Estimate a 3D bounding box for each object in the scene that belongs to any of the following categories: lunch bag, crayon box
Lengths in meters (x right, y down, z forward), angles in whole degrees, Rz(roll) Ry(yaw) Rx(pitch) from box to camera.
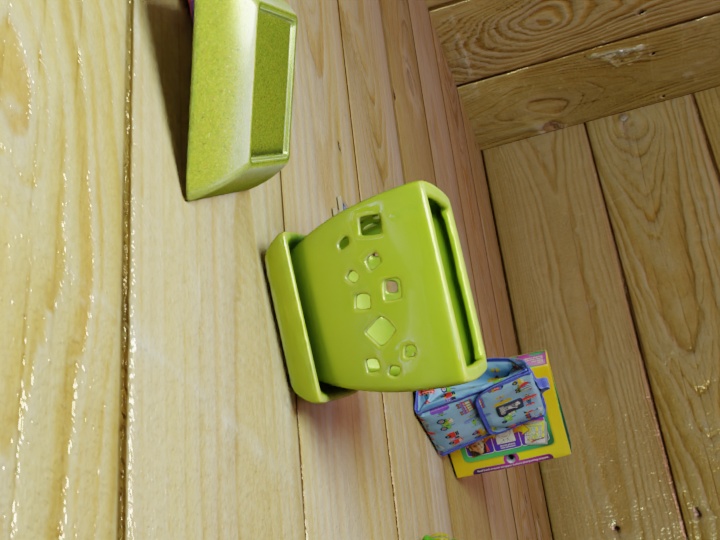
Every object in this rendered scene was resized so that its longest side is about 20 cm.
[{"bbox_3d":[0.193,0.194,1.741,0.151,0.198,0.095,60,19,-51],"label":"lunch bag"},{"bbox_3d":[0.231,0.238,1.868,0.058,0.198,0.174,-74,148,-67],"label":"crayon box"}]

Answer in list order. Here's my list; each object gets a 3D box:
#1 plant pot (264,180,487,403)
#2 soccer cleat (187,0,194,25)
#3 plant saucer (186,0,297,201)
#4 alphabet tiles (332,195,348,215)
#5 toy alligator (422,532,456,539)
[{"bbox_3d":[0.015,0.032,1.158,0.200,0.180,0.201,6,70,-77],"label":"plant pot"},{"bbox_3d":[-0.158,-0.308,1.057,0.073,0.068,0.202,-3,87,-48],"label":"soccer cleat"},{"bbox_3d":[-0.099,-0.167,1.023,0.200,0.047,0.202,-36,130,-77],"label":"plant saucer"},{"bbox_3d":[0.000,0.000,1.537,0.200,0.007,0.169,52,27,-62],"label":"alphabet tiles"},{"bbox_3d":[0.136,0.421,1.574,0.060,0.054,0.201,-90,162,-46],"label":"toy alligator"}]
